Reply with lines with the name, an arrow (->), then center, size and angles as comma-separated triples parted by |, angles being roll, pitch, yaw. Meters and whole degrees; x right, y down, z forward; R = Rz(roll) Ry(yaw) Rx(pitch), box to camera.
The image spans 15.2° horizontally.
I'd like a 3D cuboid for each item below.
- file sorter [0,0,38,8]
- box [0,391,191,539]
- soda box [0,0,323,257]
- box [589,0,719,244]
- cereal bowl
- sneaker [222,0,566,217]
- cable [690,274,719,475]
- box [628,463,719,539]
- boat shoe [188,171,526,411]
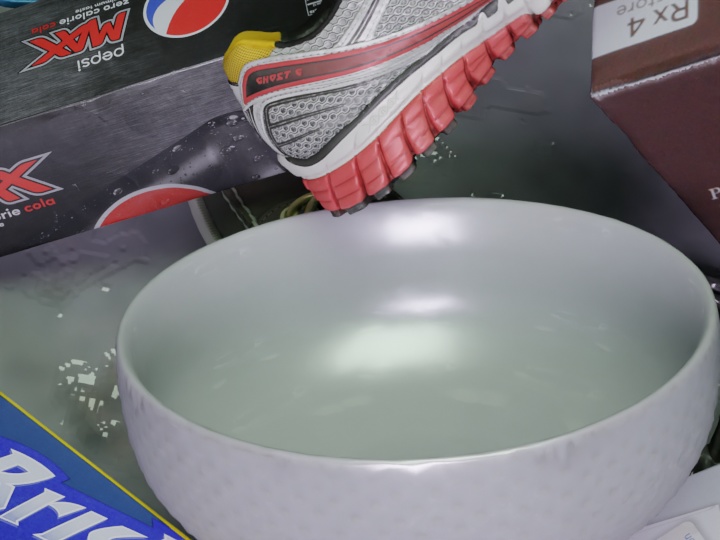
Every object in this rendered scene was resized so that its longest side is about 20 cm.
file sorter -> -0.093, -0.180, 1.047 | 0.122, 0.200, 0.139 | 0, 49, -2
box -> -0.078, 0.121, 0.857 | 0.200, 0.070, 0.064 | 35, 53, 19
soda box -> -0.088, -0.065, 1.012 | 0.199, 0.071, 0.064 | -16, 47, 6
box -> 0.204, -0.095, 0.988 | 0.165, 0.200, 0.165 | -15, 50, 29
cereal bowl -> 0.020, 0.050, 0.882 | 0.199, 0.084, 0.200 | -3, 23, 1
sneaker -> 0.033, -0.114, 0.918 | 0.082, 0.078, 0.200 | 42, 94, -9
cable -> 0.122, 0.080, 0.980 | 0.097, 0.050, 0.200 | 20, 56, 13
box -> 0.109, 0.143, 0.861 | 0.199, 0.041, 0.156 | -23, 48, 10
boat shoe -> 0.002, -0.001, 1.020 | 0.072, 0.060, 0.202 | -30, 63, -23
